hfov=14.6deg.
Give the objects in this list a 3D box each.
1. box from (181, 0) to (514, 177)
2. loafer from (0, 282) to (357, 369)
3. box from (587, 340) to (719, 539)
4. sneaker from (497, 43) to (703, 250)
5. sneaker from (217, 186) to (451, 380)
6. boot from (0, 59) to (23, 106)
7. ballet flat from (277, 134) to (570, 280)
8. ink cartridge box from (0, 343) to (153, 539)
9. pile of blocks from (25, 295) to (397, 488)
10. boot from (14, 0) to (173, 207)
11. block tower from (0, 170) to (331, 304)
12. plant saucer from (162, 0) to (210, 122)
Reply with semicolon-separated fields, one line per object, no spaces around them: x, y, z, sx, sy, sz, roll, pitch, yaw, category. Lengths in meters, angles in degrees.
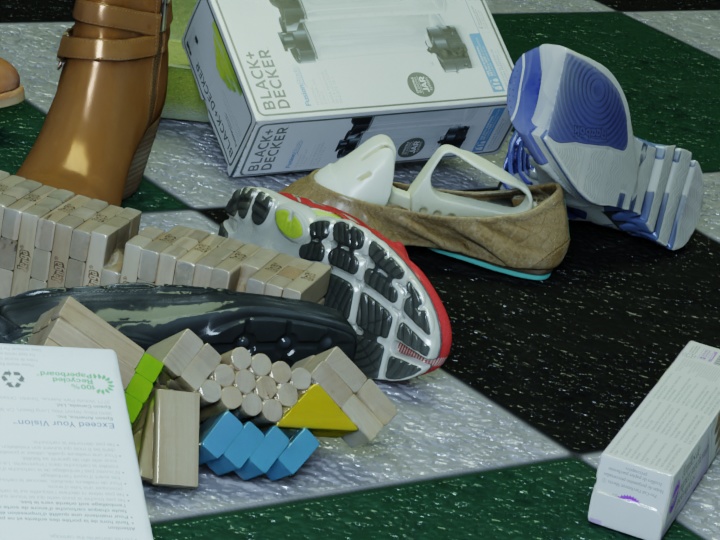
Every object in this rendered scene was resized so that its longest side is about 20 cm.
-0.004;-0.130;1.833;0.199;0.060;0.117;-5;58;-25;box
-0.099;0.033;1.420;0.200;0.068;0.070;-1;32;-24;loafer
0.165;0.087;1.471;0.041;0.039;0.200;15;20;14;box
0.126;-0.071;1.787;0.115;0.081;0.199;7;-18;35;sneaker
0.000;0.000;1.567;0.085;0.077;0.200;4;21;-36;sneaker
-0.297;-0.187;1.756;0.199;0.156;0.077;15;12;11;boot
0.034;-0.043;1.701;0.199;0.073;0.068;8;22;-10;ballet flat
-0.185;0.109;1.173;0.199;0.041;0.200;5;41;-20;ink cartridge box
-0.084;0.071;1.361;0.199;0.083;0.062;11;-17;-26;pile of blocks
-0.153;-0.104;1.637;0.076;0.156;0.200;16;20;12;boot
-0.121;0.002;1.517;0.199;0.054;0.058;16;19;14;block tower
-0.088;-0.144;1.946;0.199;0.048;0.200;5;20;-18;plant saucer
